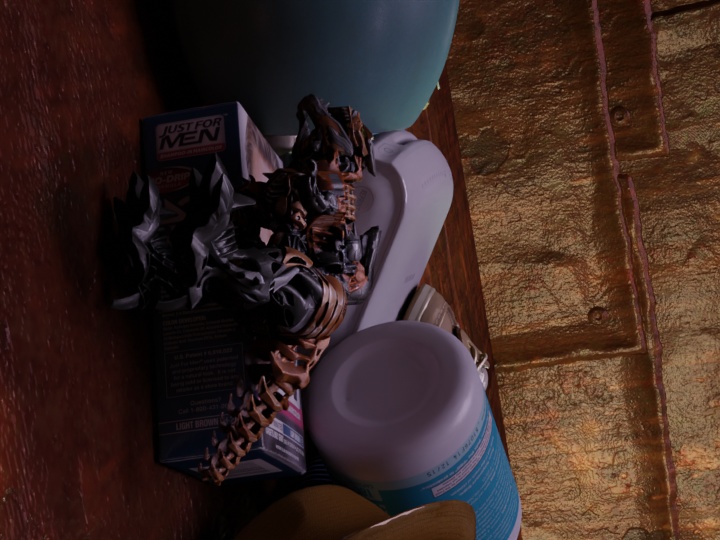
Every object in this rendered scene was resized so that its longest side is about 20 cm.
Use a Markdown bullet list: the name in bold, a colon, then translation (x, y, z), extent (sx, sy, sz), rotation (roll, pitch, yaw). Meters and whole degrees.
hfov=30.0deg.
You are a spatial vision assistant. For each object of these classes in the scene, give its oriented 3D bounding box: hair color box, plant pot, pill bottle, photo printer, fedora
- **hair color box**: translation (-0.077, 0.016, 0.774), extent (0.100, 0.060, 0.200), rotation (54, 28, -71)
- **plant pot**: translation (-0.029, -0.168, 0.842), extent (0.201, 0.200, 0.161), rotation (-52, 141, -77)
- **pill bottle**: translation (0.042, 0.134, 0.870), extent (0.111, 0.111, 0.200), rotation (-88, 163, -45)
- **photo printer**: translation (0.000, 0.000, 0.927), extent (0.200, 0.069, 0.166), rotation (-68, 168, 10)
- **fedora**: translation (-0.025, 0.182, 0.761), extent (0.082, 0.201, 0.201), rotation (42, -14, 31)

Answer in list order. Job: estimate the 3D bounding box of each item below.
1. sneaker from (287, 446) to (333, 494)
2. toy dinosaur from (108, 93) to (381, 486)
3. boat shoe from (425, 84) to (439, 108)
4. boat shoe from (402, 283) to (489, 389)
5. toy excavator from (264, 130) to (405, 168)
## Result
- **sneaker**: translation (-0.022, 0.169, 0.955), extent (0.200, 0.078, 0.070), rotation (-38, 112, -53)
- **toy dinosaur**: translation (-0.046, 0.001, 0.681), extent (0.136, 0.102, 0.200), rotation (25, 50, -35)
- **boat shoe**: translation (0.085, -0.337, 2.006), extent (0.073, 0.063, 0.200), rotation (-29, 110, -80)
- **boat shoe**: translation (0.064, 0.074, 1.016), extent (0.074, 0.069, 0.200), rotation (-62, 164, -20)
- **toy excavator**: translation (-0.018, -0.080, 1.031), extent (0.200, 0.194, 0.100), rotation (136, -49, -67)
